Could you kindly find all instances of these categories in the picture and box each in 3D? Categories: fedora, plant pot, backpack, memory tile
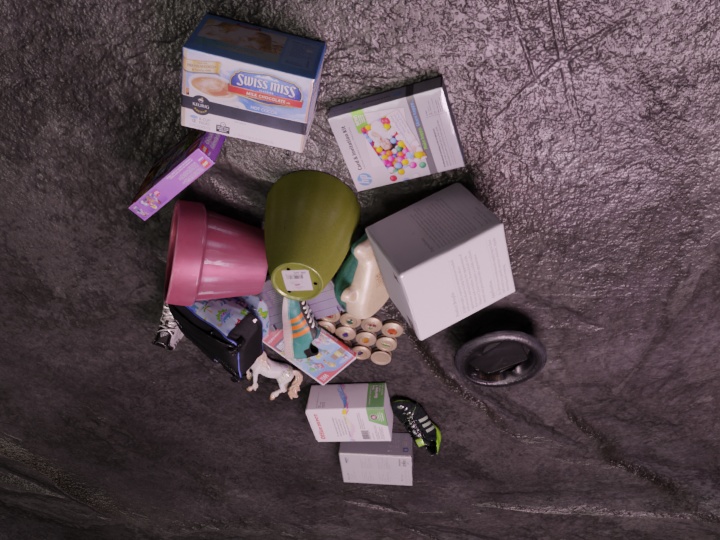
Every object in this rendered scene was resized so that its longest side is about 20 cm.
[{"bbox_3d":[0.302,0.169,1.390,0.199,0.092,0.202,4,133,4],"label":"fedora"},{"bbox_3d":[-0.278,-0.027,1.233,0.178,0.201,0.201,6,136,-20],"label":"plant pot"},{"bbox_3d":[-0.102,-0.048,1.167,0.185,0.201,0.188,4,134,4],"label":"plant pot"},{"bbox_3d":[-0.294,0.104,1.351,0.199,0.147,0.184,31,148,15],"label":"backpack"},{"bbox_3d":[-0.011,0.151,1.468,0.198,0.017,0.154,15,133,-6],"label":"memory tile"}]

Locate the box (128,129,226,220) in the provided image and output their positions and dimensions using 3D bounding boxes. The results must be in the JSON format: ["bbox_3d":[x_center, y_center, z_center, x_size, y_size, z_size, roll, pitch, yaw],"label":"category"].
[{"bbox_3d":[-0.312,-0.186,1.110,0.199,0.137,0.039,-30,123,30],"label":"box"}]

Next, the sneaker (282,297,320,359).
[{"bbox_3d":[-0.124,0.101,1.344,0.079,0.072,0.201,-1,123,-2],"label":"sneaker"}]

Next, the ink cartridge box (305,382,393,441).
[{"bbox_3d":[-0.025,0.363,1.622,0.198,0.084,0.146,-3,132,10],"label":"ink cartridge box"}]

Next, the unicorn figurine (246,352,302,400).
[{"bbox_3d":[-0.234,0.247,1.560,0.198,0.074,0.138,12,126,-23],"label":"unicorn figurine"}]

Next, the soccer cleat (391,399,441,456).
[{"bbox_3d":[0.148,0.404,1.639,0.067,0.081,0.200,-25,125,28],"label":"soccer cleat"}]

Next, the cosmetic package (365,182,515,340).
[{"bbox_3d":[0.142,-0.019,1.139,0.199,0.165,0.166,-26,129,-6],"label":"cosmetic package"}]

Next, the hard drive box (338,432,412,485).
[{"bbox_3d":[0.046,0.522,1.767,0.198,0.077,0.157,1,133,6],"label":"hard drive box"}]

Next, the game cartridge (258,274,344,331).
[{"bbox_3d":[-0.137,0.053,1.369,0.199,0.038,0.130,-16,114,22],"label":"game cartridge"}]

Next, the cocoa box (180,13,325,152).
[{"bbox_3d":[-0.165,-0.292,0.992,0.198,0.134,0.132,12,133,-5],"label":"cocoa box"}]

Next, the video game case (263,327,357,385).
[{"bbox_3d":[-0.124,0.176,1.482,0.200,0.017,0.143,38,128,-12],"label":"video game case"}]

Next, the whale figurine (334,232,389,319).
[{"bbox_3d":[0.000,0.000,1.253,0.103,0.159,0.201,29,145,28],"label":"whale figurine"}]

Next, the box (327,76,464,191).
[{"bbox_3d":[0.063,-0.228,1.087,0.198,0.041,0.157,-10,131,18],"label":"box"}]

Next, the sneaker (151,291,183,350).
[{"bbox_3d":[-0.412,0.104,1.410,0.075,0.116,0.201,13,133,-4],"label":"sneaker"}]
